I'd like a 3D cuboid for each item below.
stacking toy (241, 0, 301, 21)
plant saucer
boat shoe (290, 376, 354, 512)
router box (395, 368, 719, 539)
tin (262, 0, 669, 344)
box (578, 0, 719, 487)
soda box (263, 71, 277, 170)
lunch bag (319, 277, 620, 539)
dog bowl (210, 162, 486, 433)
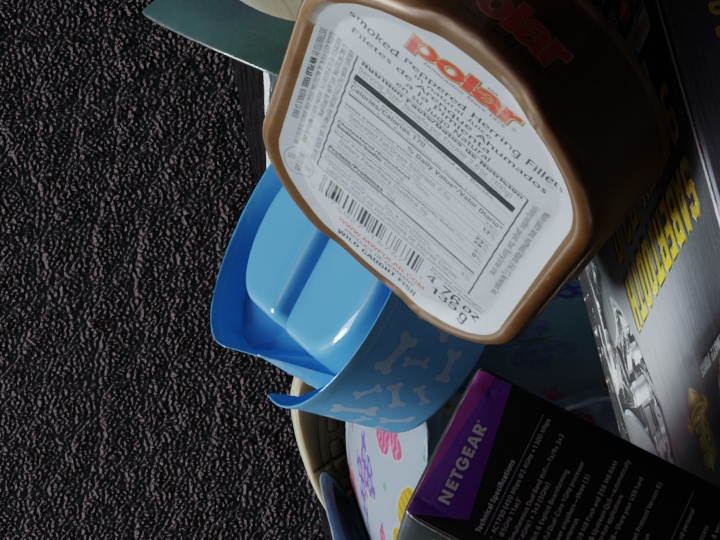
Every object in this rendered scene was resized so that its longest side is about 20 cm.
[{"bbox_3d":[-0.007,-0.197,0.901,0.085,0.085,0.201,92,-177,-64],"label":"stacking toy"},{"bbox_3d":[0.010,-0.086,0.977,0.200,0.199,0.036,-128,57,-77],"label":"plant saucer"},{"bbox_3d":[0.021,0.103,1.138,0.200,0.072,0.065,54,177,-32],"label":"boat shoe"},{"bbox_3d":[0.083,0.106,0.720,0.051,0.149,0.200,-61,-7,-16],"label":"router box"},{"bbox_3d":[0.026,-0.037,0.715,0.112,0.042,0.200,37,161,4],"label":"tin"},{"bbox_3d":[0.109,0.003,0.731,0.200,0.048,0.159,97,162,-71],"label":"box"},{"bbox_3d":[-0.004,-0.073,1.126,0.063,0.070,0.201,-39,-47,-59],"label":"soda box"},{"bbox_3d":[0.051,0.101,1.005,0.170,0.126,0.201,-111,20,-62],"label":"lunch bag"},{"bbox_3d":[0.000,0.000,0.938,0.112,0.049,0.200,-62,21,3],"label":"dog bowl"}]
